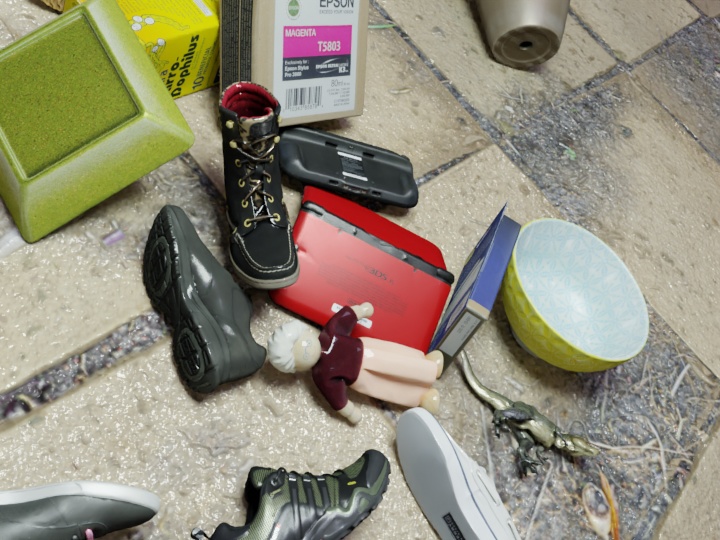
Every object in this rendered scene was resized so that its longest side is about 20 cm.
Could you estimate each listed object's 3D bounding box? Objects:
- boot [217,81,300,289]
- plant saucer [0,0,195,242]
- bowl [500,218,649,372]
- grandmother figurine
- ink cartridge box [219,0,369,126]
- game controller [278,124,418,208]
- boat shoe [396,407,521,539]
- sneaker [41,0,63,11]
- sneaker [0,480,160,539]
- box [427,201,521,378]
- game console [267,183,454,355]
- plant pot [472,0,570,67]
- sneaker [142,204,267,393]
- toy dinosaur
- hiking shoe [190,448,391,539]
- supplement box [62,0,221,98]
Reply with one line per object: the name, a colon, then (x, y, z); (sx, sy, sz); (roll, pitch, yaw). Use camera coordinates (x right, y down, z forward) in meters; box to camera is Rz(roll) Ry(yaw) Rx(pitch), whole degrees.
boot: (-0.107, -0.090, 0.827); (0.071, 0.154, 0.202); (-5, 36, -11)
plant saucer: (-0.297, -0.166, 0.797); (0.197, 0.048, 0.202); (-31, 78, -8)
bowl: (0.245, 0.048, 0.993); (0.196, 0.108, 0.204); (16, 50, -19)
grandmother figurine: (-0.006, 0.092, 0.828); (0.196, 0.060, 0.124); (15, 65, -27)
ink cartridge box: (-0.078, -0.271, 0.990); (0.074, 0.169, 0.198); (21, 27, 37)
game controller: (-0.016, -0.133, 1.019); (0.195, 0.042, 0.106); (12, 47, -22)
boat shoe: (0.104, 0.228, 0.806); (0.064, 0.073, 0.204); (-15, 75, -43)
sneaker: (-0.329, -0.371, 1.008); (0.196, 0.076, 0.091); (-1, 41, -32)
sneaker: (-0.249, 0.219, 0.601); (0.195, 0.071, 0.101); (1, 57, -22)
box: (0.136, 0.018, 0.941); (0.032, 0.122, 0.202); (28, 46, 0)
game console: (0.000, 0.000, 0.947); (0.196, 0.119, 0.176); (25, 78, -10)
plant pot: (0.277, -0.452, 1.358); (0.195, 0.199, 0.178); (10, 68, -23)
sneaker: (-0.158, 0.026, 0.808); (0.089, 0.076, 0.204); (-5, 65, -44)
toy dinosaur: (0.180, 0.173, 0.904); (0.198, 0.048, 0.088); (36, 31, 0)
hiking shoe: (-0.053, 0.206, 0.718); (0.199, 0.076, 0.101); (-32, 79, -41)
supplement box: (-0.245, -0.278, 0.951); (0.110, 0.109, 0.199); (47, 47, 11)
